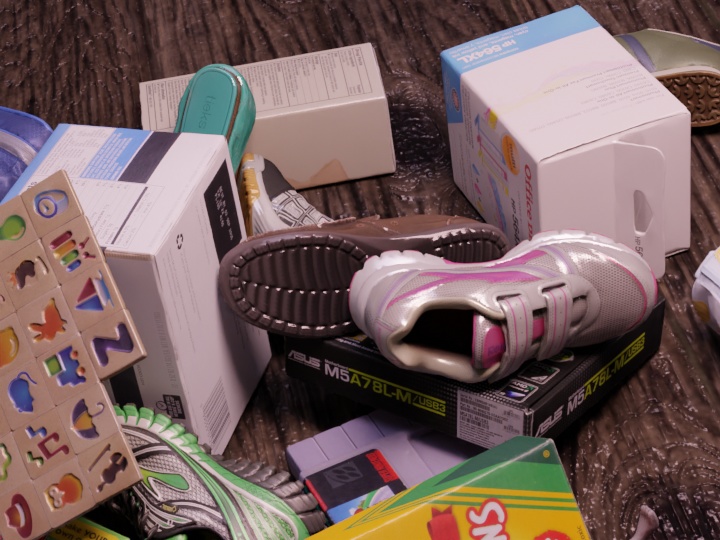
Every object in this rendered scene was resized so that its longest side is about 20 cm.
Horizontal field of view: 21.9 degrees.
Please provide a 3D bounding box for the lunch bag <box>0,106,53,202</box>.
[{"bbox_3d":[-0.318,-0.055,1.448,0.199,0.136,0.132,16,43,30],"label":"lunch bag"}]

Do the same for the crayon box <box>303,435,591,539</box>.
[{"bbox_3d":[0.041,0.193,1.068,0.199,0.128,0.051,-24,7,-18],"label":"crayon box"}]

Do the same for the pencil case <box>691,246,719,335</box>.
[{"bbox_3d":[0.294,0.057,1.230,0.090,0.083,0.200,4,32,-22],"label":"pencil case"}]

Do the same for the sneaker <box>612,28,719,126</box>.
[{"bbox_3d":[0.216,-0.163,1.552,0.199,0.067,0.090,5,32,16],"label":"sneaker"}]

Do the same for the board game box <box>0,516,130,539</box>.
[{"bbox_3d":[-0.260,0.188,1.157,0.199,0.029,0.135,21,57,14],"label":"board game box"}]

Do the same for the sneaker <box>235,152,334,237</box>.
[{"bbox_3d":[-0.047,-0.018,1.418,0.087,0.076,0.200,1,36,-18],"label":"sneaker"}]

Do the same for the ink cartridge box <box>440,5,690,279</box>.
[{"bbox_3d":[0.159,-0.086,1.403,0.125,0.129,0.200,-18,38,-12],"label":"ink cartridge box"}]

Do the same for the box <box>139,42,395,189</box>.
[{"bbox_3d":[-0.077,-0.118,1.530,0.199,0.078,0.095,-9,37,-1],"label":"box"}]

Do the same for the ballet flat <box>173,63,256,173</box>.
[{"bbox_3d":[-0.127,-0.060,1.442,0.067,0.070,0.201,21,89,18],"label":"ballet flat"}]

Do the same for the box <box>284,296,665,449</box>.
[{"bbox_3d":[0.080,0.045,1.288,0.199,0.048,0.193,18,34,31],"label":"box"}]

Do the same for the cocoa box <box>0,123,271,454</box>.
[{"bbox_3d":[-0.155,0.019,1.267,0.130,0.201,0.134,6,41,19],"label":"cocoa box"}]

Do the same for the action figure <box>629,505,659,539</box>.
[{"bbox_3d":[0.135,0.253,1.021,0.193,0.105,0.200,-33,75,-14],"label":"action figure"}]

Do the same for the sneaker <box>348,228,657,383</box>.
[{"bbox_3d":[0.094,0.032,1.190,0.199,0.082,0.088,-8,29,0],"label":"sneaker"}]

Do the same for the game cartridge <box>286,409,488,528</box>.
[{"bbox_3d":[0.045,0.157,1.192,0.129,0.039,0.200,-18,38,-19],"label":"game cartridge"}]

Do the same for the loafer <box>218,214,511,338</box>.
[{"bbox_3d":[0.000,0.000,1.265,0.199,0.073,0.071,-3,15,-13],"label":"loafer"}]

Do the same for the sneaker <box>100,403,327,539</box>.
[{"bbox_3d":[-0.124,0.149,1.195,0.199,0.078,0.085,18,45,29],"label":"sneaker"}]

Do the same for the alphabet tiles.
[{"bbox_3d":[-0.214,0.063,1.157,0.167,0.008,0.201,-29,75,12],"label":"alphabet tiles"}]
